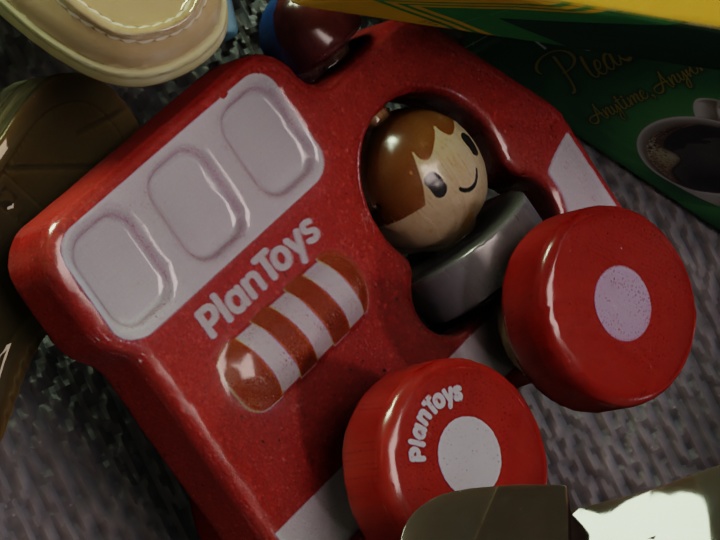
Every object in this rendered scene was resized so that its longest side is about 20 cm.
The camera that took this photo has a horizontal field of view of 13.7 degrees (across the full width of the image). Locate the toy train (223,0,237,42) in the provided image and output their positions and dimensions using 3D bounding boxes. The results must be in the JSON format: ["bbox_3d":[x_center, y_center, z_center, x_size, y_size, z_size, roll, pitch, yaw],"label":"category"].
[{"bbox_3d":[-0.104,-0.154,0.960,0.150,0.056,0.200,-17,82,9],"label":"toy train"}]

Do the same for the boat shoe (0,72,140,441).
[{"bbox_3d":[-0.144,0.020,0.921,0.073,0.063,0.201,46,64,-31],"label":"boat shoe"}]

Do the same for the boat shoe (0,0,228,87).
[{"bbox_3d":[-0.103,-0.146,0.888,0.072,0.065,0.200,-26,76,-18],"label":"boat shoe"}]

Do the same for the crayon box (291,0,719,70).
[{"bbox_3d":[0.067,-0.172,0.930,0.172,0.058,0.200,6,82,-32],"label":"crayon box"}]

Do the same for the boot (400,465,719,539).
[{"bbox_3d":[0.106,0.139,0.916,0.186,0.200,0.064,4,50,11],"label":"boot"}]

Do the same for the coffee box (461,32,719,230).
[{"bbox_3d":[0.148,-0.057,1.067,0.200,0.123,0.044,32,64,-17],"label":"coffee box"}]

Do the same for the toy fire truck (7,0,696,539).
[{"bbox_3d":[0.000,0.000,0.957,0.200,0.112,0.168,-44,108,-33],"label":"toy fire truck"}]
